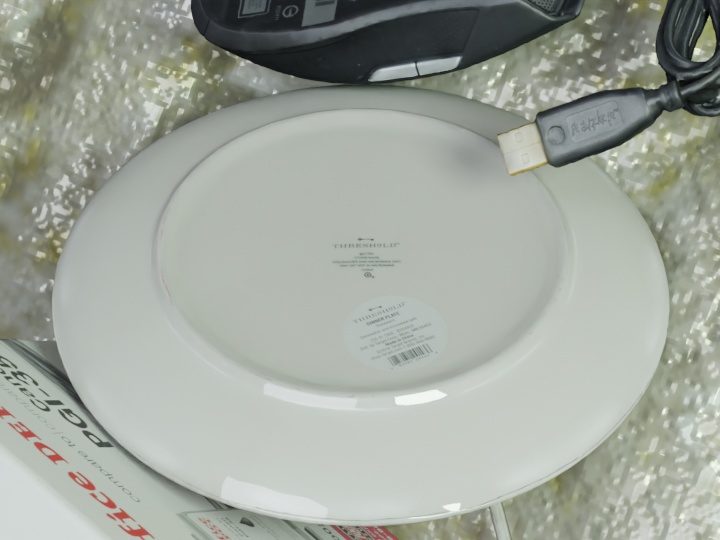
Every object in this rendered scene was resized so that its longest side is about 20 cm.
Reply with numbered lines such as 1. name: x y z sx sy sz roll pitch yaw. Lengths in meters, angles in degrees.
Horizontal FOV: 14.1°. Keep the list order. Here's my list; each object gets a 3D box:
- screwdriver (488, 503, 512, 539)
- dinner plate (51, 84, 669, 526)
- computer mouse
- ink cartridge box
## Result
1. screwdriver: 0.052 0.114 0.962 0.028 0.029 0.201 -17 85 19
2. dinner plate: 0.000 0.000 0.927 0.198 0.024 0.201 0 45 0
3. computer mouse: 0.041 -0.076 0.958 0.199 0.046 0.141 -11 49 14
4. ink cartridge box: -0.078 0.095 0.925 0.146 0.200 0.083 38 102 19
